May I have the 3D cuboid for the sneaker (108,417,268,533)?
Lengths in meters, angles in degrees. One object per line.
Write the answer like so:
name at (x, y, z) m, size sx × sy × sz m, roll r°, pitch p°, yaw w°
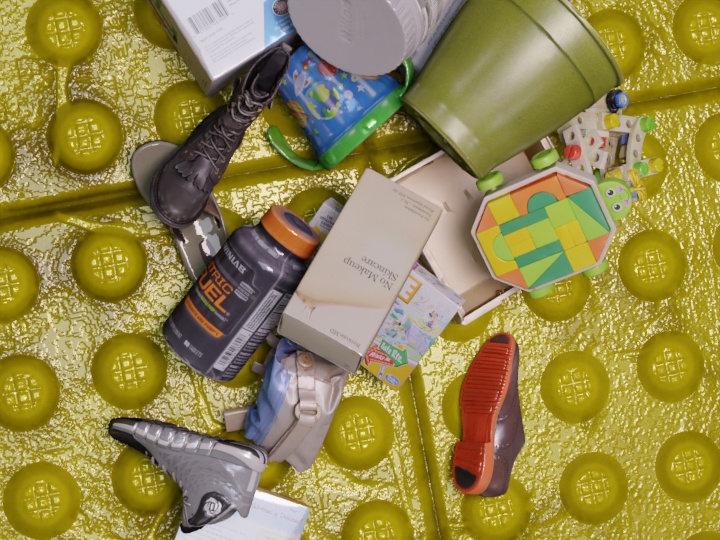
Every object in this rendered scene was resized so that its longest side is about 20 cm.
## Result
sneaker at (-0.211, 0.239, 1.624) m, size 0.199 × 0.075 × 0.116 m, roll 12°, pitch 87°, yaw 19°

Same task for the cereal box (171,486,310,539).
cereal box at (-0.159, 0.350, 1.675) m, size 0.143 × 0.040 × 0.201 m, roll 21°, pitch 85°, yaw -8°

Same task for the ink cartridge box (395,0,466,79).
ink cartridge box at (0.071, -0.312, 1.698) m, size 0.200 × 0.084 × 0.146 m, roll 34°, pitch 84°, yaw -7°

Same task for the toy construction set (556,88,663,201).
toy construction set at (0.286, -0.153, 1.696) m, size 0.092 × 0.200 × 0.132 m, roll -3°, pitch 87°, yaw 35°

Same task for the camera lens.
camera lens at (0.028, -0.331, 1.542) m, size 0.160 × 0.160 × 0.200 m, roll 35°, pitch 57°, yaw -7°

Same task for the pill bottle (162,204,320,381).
pill bottle at (-0.131, 0.021, 1.621) m, size 0.106 × 0.106 × 0.200 m, roll 37°, pitch 104°, yaw -7°

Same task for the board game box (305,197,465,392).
board game box at (0.004, 0.028, 1.660) m, size 0.200 × 0.034 × 0.135 m, roll 37°, pitch 111°, yaw 5°

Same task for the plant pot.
plant pot at (0.155, -0.212, 1.584) m, size 0.193 × 0.200 × 0.200 m, roll -45°, pitch 96°, yaw 1°

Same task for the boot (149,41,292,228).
boot at (-0.155, -0.155, 1.585) m, size 0.069 × 0.174 × 0.201 m, roll 33°, pitch 55°, yaw -12°

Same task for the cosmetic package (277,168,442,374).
cosmetic package at (0.000, 0.000, 1.569) m, size 0.103 × 0.073 × 0.201 m, roll 27°, pitch 67°, yaw 2°

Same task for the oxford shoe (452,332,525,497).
oxford shoe at (0.166, 0.177, 1.727) m, size 0.072 × 0.071 × 0.201 m, roll 18°, pitch 83°, yaw -37°

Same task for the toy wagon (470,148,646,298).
toy wagon at (0.228, -0.060, 1.608) m, size 0.199 × 0.040 × 0.156 m, roll -22°, pitch 106°, yaw 19°

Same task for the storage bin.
storage bin at (0.154, -0.065, 1.703) m, size 0.199 × 0.094 × 0.199 m, roll -30°, pitch 94°, yaw -9°

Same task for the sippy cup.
sippy cup at (-0.031, -0.208, 1.653) m, size 0.178 × 0.140 × 0.130 m, roll -43°, pitch 94°, yaw -9°

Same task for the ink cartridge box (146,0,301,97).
ink cartridge box at (-0.166, -0.330, 1.628) m, size 0.146 × 0.146 × 0.201 m, roll -32°, pitch 94°, yaw -8°

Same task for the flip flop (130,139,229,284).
flip flop at (-0.202, -0.062, 1.663) m, size 0.081 × 0.058 × 0.201 m, roll -25°, pitch 96°, yaw -4°

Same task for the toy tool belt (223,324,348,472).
toy tool belt at (-0.081, 0.129, 1.635) m, size 0.122 × 0.125 × 0.201 m, roll 21°, pitch 120°, yaw -1°
